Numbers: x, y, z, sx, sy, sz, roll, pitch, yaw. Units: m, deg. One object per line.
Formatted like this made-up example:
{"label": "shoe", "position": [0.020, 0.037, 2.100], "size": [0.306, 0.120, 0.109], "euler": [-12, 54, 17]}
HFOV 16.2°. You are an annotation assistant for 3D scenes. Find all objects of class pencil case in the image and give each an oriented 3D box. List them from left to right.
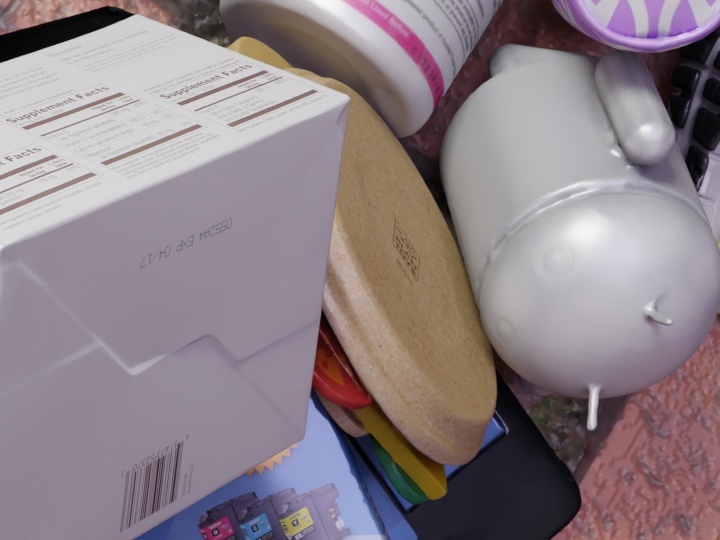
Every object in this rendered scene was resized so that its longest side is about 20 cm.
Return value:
{"label": "pencil case", "position": [0.127, -0.147, 1.177], "size": [0.084, 0.200, 0.086], "euler": [-13, 96, 1]}

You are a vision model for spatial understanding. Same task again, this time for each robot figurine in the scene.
{"label": "robot figurine", "position": [0.102, -0.022, 1.176], "size": [0.113, 0.170, 0.200], "euler": [4, 43, -16]}

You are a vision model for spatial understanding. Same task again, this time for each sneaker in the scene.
{"label": "sneaker", "position": [0.200, -0.066, 1.248], "size": [0.090, 0.078, 0.200], "euler": [14, 111, -26]}

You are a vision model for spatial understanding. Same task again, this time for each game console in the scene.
{"label": "game console", "position": [-0.009, 0.082, 1.197], "size": [0.177, 0.031, 0.200], "euler": [-37, 95, -19]}

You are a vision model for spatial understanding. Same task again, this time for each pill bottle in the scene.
{"label": "pill bottle", "position": [0.030, -0.172, 1.203], "size": [0.113, 0.113, 0.200], "euler": [36, 72, -10]}

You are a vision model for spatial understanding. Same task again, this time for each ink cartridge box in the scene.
{"label": "ink cartridge box", "position": [-0.077, 0.081, 1.116], "size": [0.136, 0.076, 0.200], "euler": [-24, 92, -4]}

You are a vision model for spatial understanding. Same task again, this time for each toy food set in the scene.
{"label": "toy food set", "position": [0.000, 0.000, 1.121], "size": [0.049, 0.198, 0.200], "euler": [-25, 130, 16]}

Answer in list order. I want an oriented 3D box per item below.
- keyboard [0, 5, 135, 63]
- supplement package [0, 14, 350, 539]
{"label": "keyboard", "position": [-0.175, -0.073, 1.138], "size": [0.200, 0.104, 0.040], "euler": [-19, 126, -33]}
{"label": "supplement package", "position": [-0.112, 0.012, 0.943], "size": [0.200, 0.111, 0.156], "euler": [-27, 133, -50]}
